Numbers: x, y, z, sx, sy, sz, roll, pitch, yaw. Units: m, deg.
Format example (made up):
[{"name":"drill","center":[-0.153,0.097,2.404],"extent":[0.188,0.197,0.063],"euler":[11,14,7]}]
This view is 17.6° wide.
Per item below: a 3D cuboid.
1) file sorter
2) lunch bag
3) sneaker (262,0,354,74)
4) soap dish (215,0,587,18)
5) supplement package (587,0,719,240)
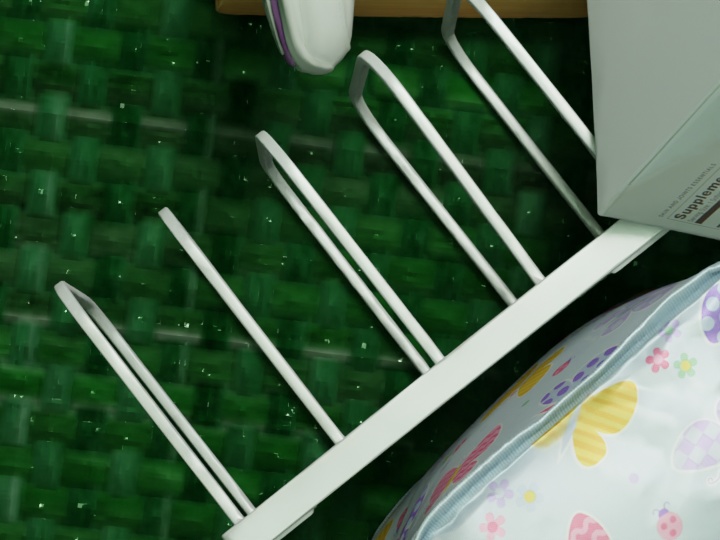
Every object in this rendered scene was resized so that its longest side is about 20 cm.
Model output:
[{"name":"file sorter","center":[0.000,0.000,0.893],"extent":[0.200,0.139,0.125],"euler":[-38,87,-3]},{"name":"lunch bag","center":[0.083,0.103,0.877],"extent":[0.200,0.170,0.127],"euler":[-38,88,-6]},{"name":"sneaker","center":[0.009,-0.170,0.846],"extent":[0.099,0.075,0.202],"euler":[7,88,-1]},{"name":"soap dish","center":[0.021,-0.204,0.927],"extent":[0.156,0.081,0.202],"euler":[1,88,-3]},{"name":"supplement package","center":[0.200,-0.099,0.816],"extent":[0.199,0.151,0.153],"euler":[11,60,-18]}]
